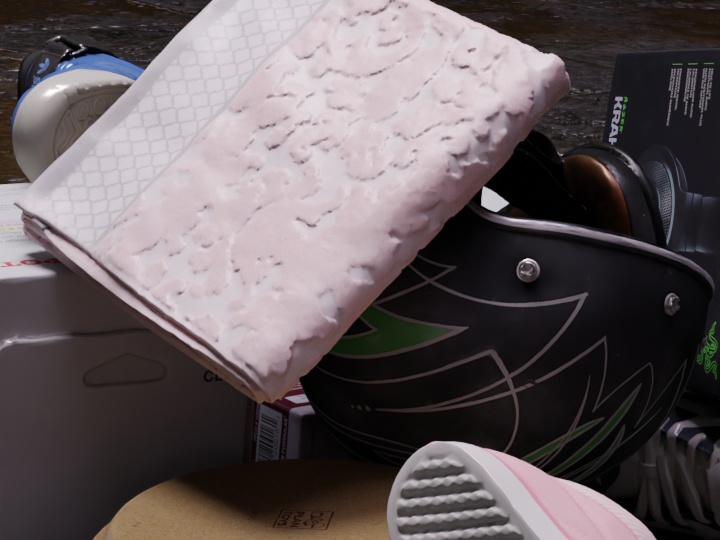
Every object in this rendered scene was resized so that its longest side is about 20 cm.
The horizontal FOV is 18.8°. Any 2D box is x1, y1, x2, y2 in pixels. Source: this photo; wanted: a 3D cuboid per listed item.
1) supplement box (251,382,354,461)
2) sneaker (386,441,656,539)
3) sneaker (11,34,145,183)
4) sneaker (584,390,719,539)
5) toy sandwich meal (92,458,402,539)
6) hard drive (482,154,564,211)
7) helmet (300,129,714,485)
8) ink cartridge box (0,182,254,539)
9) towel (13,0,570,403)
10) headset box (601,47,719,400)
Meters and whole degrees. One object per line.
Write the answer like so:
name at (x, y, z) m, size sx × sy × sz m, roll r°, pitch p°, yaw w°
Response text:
supplement box at (-0.048, 0.073, 1.184) m, size 0.109 × 0.061 × 0.200 m, roll -5°, pitch 16°, yaw -36°
sneaker at (0.096, 0.147, 0.812) m, size 0.105 × 0.075 × 0.200 m, roll 20°, pitch 28°, yaw -47°
sneaker at (-0.147, -0.077, 1.121) m, size 0.111 × 0.077 × 0.200 m, roll 19°, pitch 11°, yaw 24°
sneaker at (0.151, 0.101, 1.078) m, size 0.129 × 0.080 × 0.199 m, roll 1°, pitch 14°, yaw -4°
toy sandwich meal at (-0.019, 0.138, 0.926) m, size 0.204 × 0.070 × 0.205 m, roll 0°, pitch 14°, yaw 0°
hard drive at (0.079, -0.043, 1.309) m, size 0.199 × 0.026 × 0.132 m, roll 11°, pitch 27°, yaw 1°
helmet at (0.062, 0.017, 1.023) m, size 0.199 × 0.200 × 0.191 m, roll -2°, pitch 53°, yaw -21°
ink cartridge box at (-0.159, 0.045, 1.099) m, size 0.145 × 0.145 × 0.200 m, roll -4°, pitch 15°, yaw -29°
towel at (-0.036, -0.054, 0.972) m, size 0.191 × 0.032 × 0.200 m, roll 31°, pitch 71°, yaw 38°
headset box at (0.200, -0.023, 1.115) m, size 0.092 × 0.175 × 0.200 m, roll 7°, pitch 3°, yaw -17°
